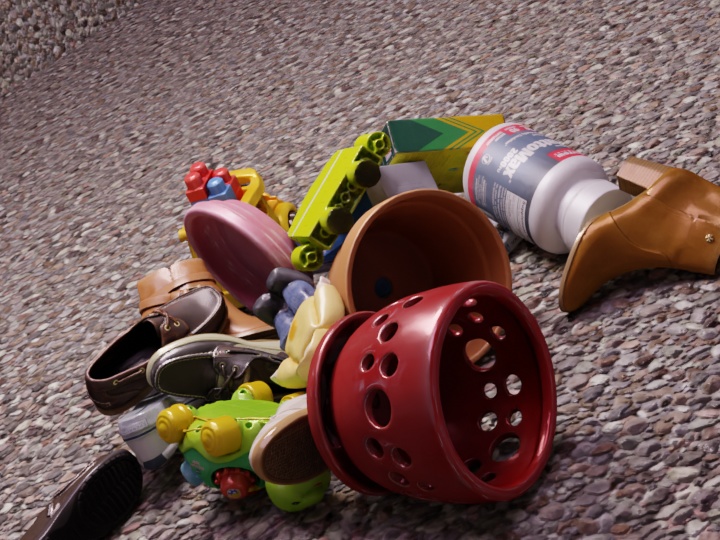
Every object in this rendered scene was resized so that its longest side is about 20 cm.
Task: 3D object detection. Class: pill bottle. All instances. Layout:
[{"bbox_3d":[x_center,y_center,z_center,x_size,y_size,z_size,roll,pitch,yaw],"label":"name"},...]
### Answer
[{"bbox_3d":[0.224,-0.089,1.683,0.119,0.120,0.200,-33,39,-20],"label":"pill bottle"}]

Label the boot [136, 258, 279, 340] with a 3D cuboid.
[{"bbox_3d":[-0.172,0.048,1.737,0.198,0.074,0.156,-11,51,-13],"label":"boot"}]

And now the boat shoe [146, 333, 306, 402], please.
[{"bbox_3d":[-0.140,0.115,1.608,0.198,0.074,0.065,-3,25,-24],"label":"boat shoe"}]

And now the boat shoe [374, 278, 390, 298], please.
[{"bbox_3d":[0.000,0.000,1.719,0.199,0.085,0.068,-37,24,-30],"label":"boat shoe"}]

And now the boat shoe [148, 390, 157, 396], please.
[{"bbox_3d":[-0.247,0.094,1.795,0.200,0.087,0.075,-23,24,2],"label":"boat shoe"}]

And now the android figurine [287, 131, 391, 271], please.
[{"bbox_3d":[-0.029,-0.081,1.658,0.183,0.041,0.200,-61,12,-8],"label":"android figurine"}]

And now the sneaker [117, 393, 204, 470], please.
[{"bbox_3d":[-0.223,0.180,1.632,0.072,0.071,0.200,-19,4,16],"label":"sneaker"}]

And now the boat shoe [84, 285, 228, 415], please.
[{"bbox_3d":[-0.232,0.082,1.635,0.070,0.071,0.200,30,61,30],"label":"boat shoe"}]

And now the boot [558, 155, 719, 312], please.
[{"bbox_3d":[0.314,-0.021,1.540,0.143,0.071,0.202,26,82,26],"label":"boot"}]

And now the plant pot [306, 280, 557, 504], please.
[{"bbox_3d":[0.059,0.122,1.342,0.181,0.202,0.201,-13,26,38],"label":"plant pot"}]

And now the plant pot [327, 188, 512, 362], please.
[{"bbox_3d":[0.049,0.017,1.584,0.199,0.201,0.140,-34,11,-22],"label":"plant pot"}]

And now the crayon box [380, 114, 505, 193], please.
[{"bbox_3d":[0.108,-0.146,1.838,0.198,0.051,0.127,-5,-24,-23],"label":"crayon box"}]

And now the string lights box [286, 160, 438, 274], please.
[{"bbox_3d":[-0.003,-0.061,1.793,0.102,0.059,0.199,-11,-17,-49],"label":"string lights box"}]

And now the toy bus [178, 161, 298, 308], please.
[{"bbox_3d":[-0.168,-0.070,1.929,0.134,0.193,0.200,-16,24,21],"label":"toy bus"}]

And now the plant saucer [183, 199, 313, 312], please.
[{"bbox_3d":[-0.130,-0.015,1.765,0.200,0.201,0.051,10,50,51],"label":"plant saucer"}]

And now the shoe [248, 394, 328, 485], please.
[{"bbox_3d":[-0.047,0.157,1.399,0.053,0.071,0.199,4,16,37],"label":"shoe"}]

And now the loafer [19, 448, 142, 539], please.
[{"bbox_3d":[-0.315,0.264,1.535,0.071,0.074,0.200,-1,33,41],"label":"loafer"}]

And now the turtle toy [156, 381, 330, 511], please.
[{"bbox_3d":[-0.110,0.186,1.470,0.145,0.102,0.199,-14,15,-42],"label":"turtle toy"}]

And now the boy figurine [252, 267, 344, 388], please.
[{"bbox_3d":[-0.059,0.072,1.498,0.125,0.064,0.200,-60,24,13],"label":"boy figurine"}]

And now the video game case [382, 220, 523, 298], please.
[{"bbox_3d":[0.087,-0.010,1.782,0.199,0.022,0.182,2,36,45],"label":"video game case"}]
